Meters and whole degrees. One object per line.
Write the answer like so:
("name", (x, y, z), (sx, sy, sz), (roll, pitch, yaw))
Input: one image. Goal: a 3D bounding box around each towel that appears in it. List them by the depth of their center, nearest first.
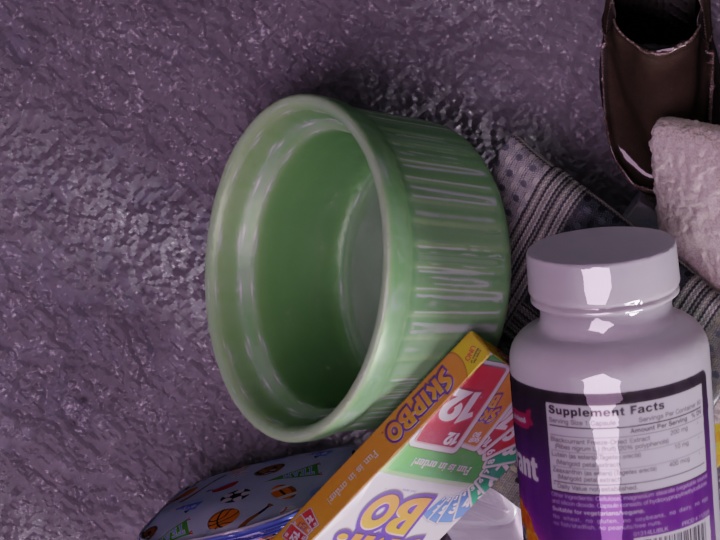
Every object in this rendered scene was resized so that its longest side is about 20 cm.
("towel", (0.226, 0.012, 1.447), (0.132, 0.034, 0.201), (15, 128, 39))
("towel", (0.118, 0.052, 1.508), (0.192, 0.035, 0.200), (39, 121, 16))

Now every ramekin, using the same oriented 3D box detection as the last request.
("ramekin", (0.000, 0.000, 1.496), (0.097, 0.200, 0.200), (3, 125, -33))

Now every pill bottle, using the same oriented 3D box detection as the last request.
("pill bottle", (0.139, 0.082, 1.416), (0.111, 0.111, 0.201), (-1, 105, 16))

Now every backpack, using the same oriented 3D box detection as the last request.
("backpack", (-0.054, 0.205, 1.608), (0.200, 0.191, 0.154), (-20, 108, 24))

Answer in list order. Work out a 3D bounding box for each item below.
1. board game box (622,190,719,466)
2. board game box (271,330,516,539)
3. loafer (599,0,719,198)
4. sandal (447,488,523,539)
("board game box", (0.175, 0.061, 1.563), (0.134, 0.034, 0.200), (32, 119, 0))
("board game box", (0.022, 0.127, 1.466), (0.200, 0.030, 0.095), (-45, 142, 8))
("loafer", (0.164, -0.128, 1.455), (0.073, 0.071, 0.201), (1, 115, 16))
("sandal", (0.105, 0.171, 1.618), (0.079, 0.059, 0.207), (-16, 108, 39))
